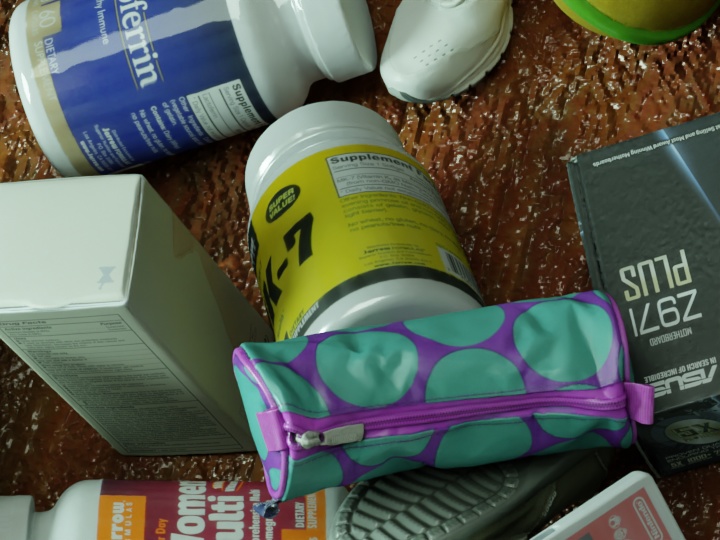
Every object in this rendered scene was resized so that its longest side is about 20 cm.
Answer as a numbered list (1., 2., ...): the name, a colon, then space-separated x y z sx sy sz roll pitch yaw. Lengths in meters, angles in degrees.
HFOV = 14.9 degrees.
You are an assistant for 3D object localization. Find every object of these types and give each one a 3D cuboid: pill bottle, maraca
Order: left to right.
1. pill bottle: -0.105 0.165 1.458 0.199 0.110 0.110 1 63 -3
2. pill bottle: -0.098 -0.133 1.636 0.199 0.116 0.116 -17 60 10
3. pill bottle: 0.000 0.000 1.509 0.114 0.115 0.200 -26 37 5
4. maraca: 0.162 -0.218 1.590 0.107 0.137 0.201 -33 31 54

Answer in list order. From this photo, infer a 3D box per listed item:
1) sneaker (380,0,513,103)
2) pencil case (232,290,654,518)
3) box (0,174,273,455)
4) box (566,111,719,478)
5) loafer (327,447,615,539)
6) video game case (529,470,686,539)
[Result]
1. sneaker: 0.066 -0.191 1.624 0.074 0.087 0.201 22 74 26
2. pencil case: 0.039 0.064 1.381 0.199 0.086 0.092 -9 17 -11
3. box: -0.126 0.028 1.513 0.094 0.200 0.078 -2 63 18
4. box: 0.226 -0.001 1.472 0.199 0.086 0.165 -16 61 11
5. loafer: 0.066 0.125 1.430 0.199 0.070 0.075 -25 36 -36
6. video game case: 0.090 0.209 1.331 0.199 0.017 0.143 -32 100 -14
